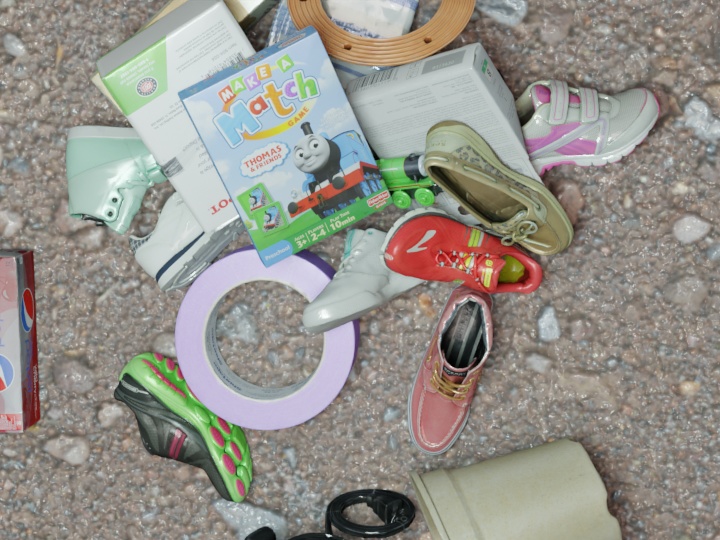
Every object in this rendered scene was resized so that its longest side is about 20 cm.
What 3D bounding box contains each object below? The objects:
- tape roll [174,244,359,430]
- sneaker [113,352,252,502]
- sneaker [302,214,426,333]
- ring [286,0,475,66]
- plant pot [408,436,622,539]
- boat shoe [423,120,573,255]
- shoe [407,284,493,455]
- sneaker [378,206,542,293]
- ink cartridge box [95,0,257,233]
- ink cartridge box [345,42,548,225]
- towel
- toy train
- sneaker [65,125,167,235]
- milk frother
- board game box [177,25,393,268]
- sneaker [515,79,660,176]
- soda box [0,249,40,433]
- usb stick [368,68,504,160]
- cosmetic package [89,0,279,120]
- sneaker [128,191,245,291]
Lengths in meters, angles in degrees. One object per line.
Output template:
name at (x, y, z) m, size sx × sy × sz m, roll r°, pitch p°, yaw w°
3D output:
tape roll at (-0.102, 0.072, 1.722) m, size 0.199 × 0.066 × 0.201 m, roll 1°, pitch 98°, yaw 4°
sneaker at (-0.198, 0.182, 1.750) m, size 0.084 × 0.077 × 0.200 m, roll -41°, pitch 90°, yaw 27°
sneaker at (0.000, 0.000, 1.660) m, size 0.075 × 0.200 × 0.089 m, roll -29°, pitch 89°, yaw 48°
ring at (0.022, -0.288, 1.632) m, size 0.199 × 0.019 × 0.201 m, roll -1°, pitch 58°, yaw 1°
plant pot at (0.174, 0.275, 1.673) m, size 0.183 × 0.200 × 0.201 m, roll -22°, pitch 95°, yaw -4°
boat shoe at (0.139, -0.071, 1.608) m, size 0.200 × 0.063 × 0.073 m, roll 36°, pitch 136°, yaw -20°
shoe at (0.097, 0.112, 1.695) m, size 0.071 × 0.091 × 0.201 m, roll 17°, pitch 99°, yaw 3°
sneaker at (0.112, -0.014, 1.635) m, size 0.199 × 0.085 × 0.077 m, roll 6°, pitch 107°, yaw -35°
ink cartridge box at (-0.155, -0.163, 1.595) m, size 0.145 × 0.084 × 0.200 m, roll -33°, pitch 115°, yaw -1°
ink cartridge box at (0.098, -0.135, 1.636) m, size 0.160 × 0.050 × 0.200 m, roll -13°, pitch 132°, yaw 32°
towel at (-0.034, -0.228, 1.682) m, size 0.146 × 0.024 × 0.201 m, roll 20°, pitch 91°, yaw 5°
toy train at (0.000, -0.093, 1.661) m, size 0.199 × 0.042 × 0.057 m, roll -6°, pitch 124°, yaw 33°
sneaker at (-0.224, -0.094, 1.693) m, size 0.199 × 0.074 × 0.119 m, roll 1°, pitch 81°, yaw 11°
milk frother at (-0.025, 0.361, 1.726) m, size 0.199 × 0.181 × 0.189 m, roll -12°, pitch 136°, yaw -21°
board game box at (-0.073, -0.123, 1.567) m, size 0.151 × 0.037 × 0.201 m, roll -28°, pitch 114°, yaw -4°
sneaker at (0.216, -0.158, 1.639) m, size 0.199 × 0.082 × 0.088 m, roll -17°, pitch 127°, yaw 6°
soda box at (-0.402, 0.078, 1.747) m, size 0.063 × 0.070 × 0.201 m, roll 0°, pitch 97°, yaw 4°
usb stick at (0.067, -0.166, 1.691) m, size 0.199 × 0.033 × 0.056 m, roll -19°, pitch 96°, yaw 8°
cosmetic package at (-0.187, -0.249, 1.669) m, size 0.200 × 0.105 × 0.071 m, roll -42°, pitch 92°, yaw 10°
sneaker at (-0.167, -0.068, 1.710) m, size 0.200 × 0.076 × 0.081 m, roll -41°, pitch 72°, yaw 3°
